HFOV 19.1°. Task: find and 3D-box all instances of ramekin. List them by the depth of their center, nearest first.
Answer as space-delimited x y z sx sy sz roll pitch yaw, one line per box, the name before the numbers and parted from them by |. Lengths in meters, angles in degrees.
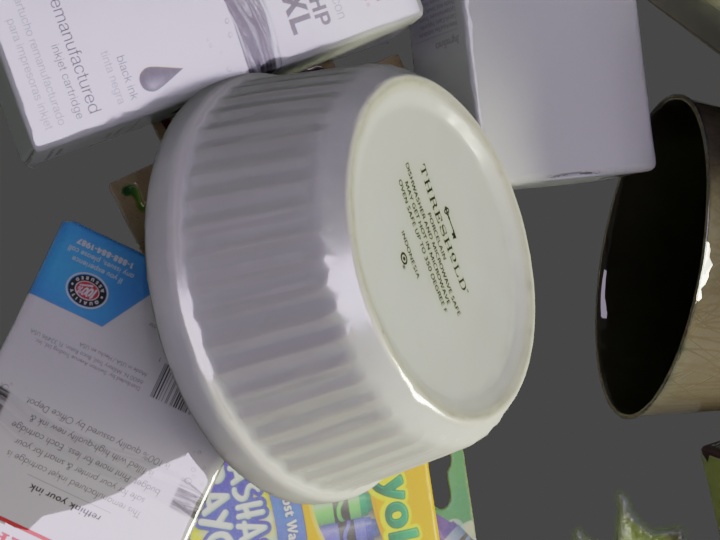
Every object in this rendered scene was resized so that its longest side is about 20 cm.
ramekin | 0.000 0.000 0.959 0.202 0.094 0.204 27 56 -50

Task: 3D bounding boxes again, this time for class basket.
basket | 0.239 0.000 1.087 0.199 0.136 0.181 3 133 -11

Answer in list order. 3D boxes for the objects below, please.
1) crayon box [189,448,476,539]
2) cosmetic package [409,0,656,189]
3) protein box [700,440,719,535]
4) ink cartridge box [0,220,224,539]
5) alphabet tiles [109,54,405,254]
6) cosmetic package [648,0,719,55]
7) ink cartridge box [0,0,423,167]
crayon box | -0.034 0.115 1.084 0.199 0.052 0.127 -11 97 -15
cosmetic package | 0.079 -0.142 1.068 0.101 0.074 0.201 -5 90 -23
protein box | 0.317 0.167 1.139 0.199 0.135 0.200 -16 98 -13
ink cartridge box | -0.128 0.094 0.993 0.115 0.067 0.201 25 79 -2
alphabet tiles | -0.022 -0.017 1.070 0.166 0.006 0.201 -26 84 -16
cosmetic package | 0.234 -0.150 1.125 0.200 0.073 0.104 35 85 -15
ink cartridge box | -0.090 -0.152 1.026 0.199 0.084 0.146 -20 92 -13
